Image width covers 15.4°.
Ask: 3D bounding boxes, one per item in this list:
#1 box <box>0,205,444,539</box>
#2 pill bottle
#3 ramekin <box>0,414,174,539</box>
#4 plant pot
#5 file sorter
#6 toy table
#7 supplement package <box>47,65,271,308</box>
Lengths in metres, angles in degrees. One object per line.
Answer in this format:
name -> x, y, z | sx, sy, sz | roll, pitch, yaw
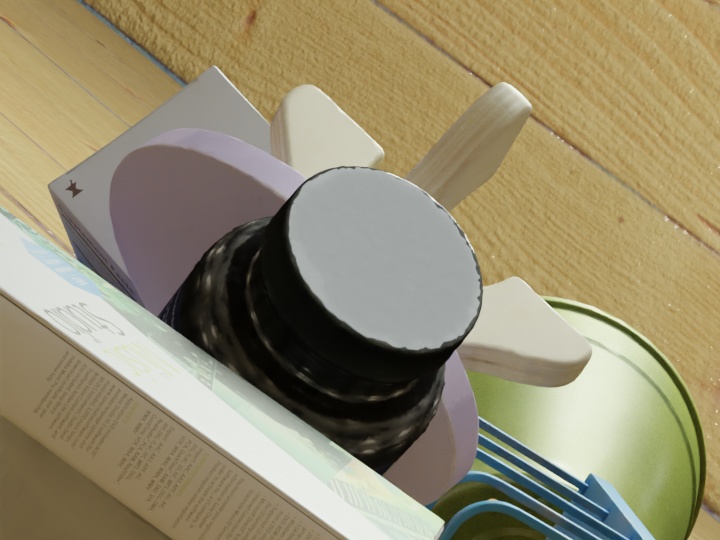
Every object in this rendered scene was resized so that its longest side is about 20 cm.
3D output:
box -> -0.065, 0.046, 0.869 | 0.200, 0.036, 0.144 | 37, 5, 3
pill bottle -> -0.035, 0.049, 1.067 | 0.112, 0.200, 0.112 | 17, 49, -21
ramekin -> -0.070, 0.120, 0.917 | 0.200, 0.098, 0.200 | 36, 4, -3
plant pot -> 0.086, 0.137, 1.436 | 0.200, 0.200, 0.193 | 36, 17, -4
file sorter -> 0.051, 0.154, 1.218 | 0.123, 0.139, 0.200 | 31, 6, -13
toy table -> 0.000, 0.000, 1.175 | 0.117, 0.184, 0.200 | -34, 83, -42
supplement package -> -0.073, 0.007, 1.410 | 0.110, 0.114, 0.200 | 47, -14, 25
